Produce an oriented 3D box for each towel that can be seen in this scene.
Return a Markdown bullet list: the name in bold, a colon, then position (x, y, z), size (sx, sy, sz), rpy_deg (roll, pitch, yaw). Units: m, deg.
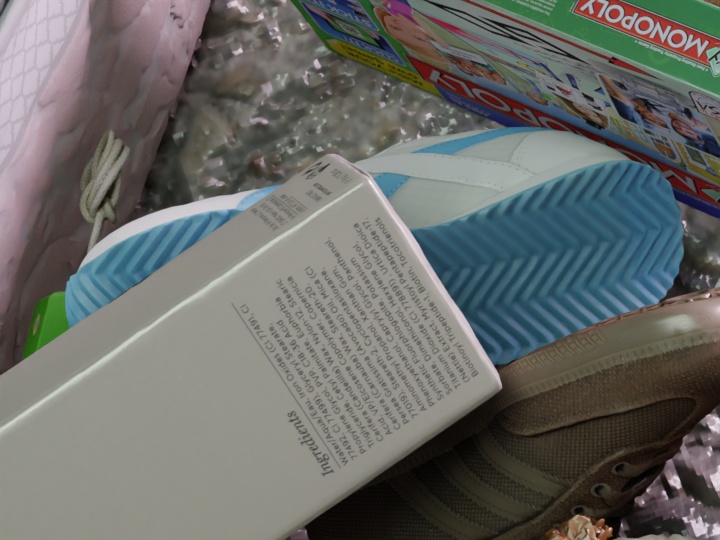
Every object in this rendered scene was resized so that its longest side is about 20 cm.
- **towel**: position (-0.109, -0.046, 0.976), size (0.032, 0.191, 0.200), rpy_deg (18, 75, 14)

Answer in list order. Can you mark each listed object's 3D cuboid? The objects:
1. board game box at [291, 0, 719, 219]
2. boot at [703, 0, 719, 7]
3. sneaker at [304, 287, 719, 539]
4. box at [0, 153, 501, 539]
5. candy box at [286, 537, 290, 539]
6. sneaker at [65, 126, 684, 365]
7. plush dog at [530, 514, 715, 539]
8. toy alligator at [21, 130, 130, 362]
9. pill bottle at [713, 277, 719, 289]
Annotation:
- **board game box**: position (0.056, -0.076, 0.965), size (0.200, 0.135, 0.029), rpy_deg (25, 79, 25)
- **boot**: position (0.061, -0.128, 1.029), size (0.200, 0.075, 0.074), rpy_deg (32, 107, 43)
- **sneaker**: position (0.062, 0.066, 0.917), size (0.200, 0.070, 0.076), rpy_deg (-29, 81, 46)
- **box**: position (-0.064, 0.054, 0.870), size (0.200, 0.068, 0.082), rpy_deg (-33, 104, -4)
- **candy box**: position (-0.073, 0.151, 0.966), size (0.115, 0.055, 0.201), rpy_deg (-17, 66, 10)
- **sneaker**: position (0.000, 0.000, 0.954), size (0.199, 0.081, 0.077), rpy_deg (-9, 107, -16)
- **plush dog**: position (0.093, 0.161, 0.861), size (0.160, 0.200, 0.172), rpy_deg (-26, 50, 41)
- **toy alligator**: position (-0.092, 0.054, 0.953), size (0.054, 0.059, 0.201), rpy_deg (25, 72, -18)
- **pill bottle**: position (0.195, 0.067, 0.876), size (0.114, 0.114, 0.200), rpy_deg (-34, 63, 3)
